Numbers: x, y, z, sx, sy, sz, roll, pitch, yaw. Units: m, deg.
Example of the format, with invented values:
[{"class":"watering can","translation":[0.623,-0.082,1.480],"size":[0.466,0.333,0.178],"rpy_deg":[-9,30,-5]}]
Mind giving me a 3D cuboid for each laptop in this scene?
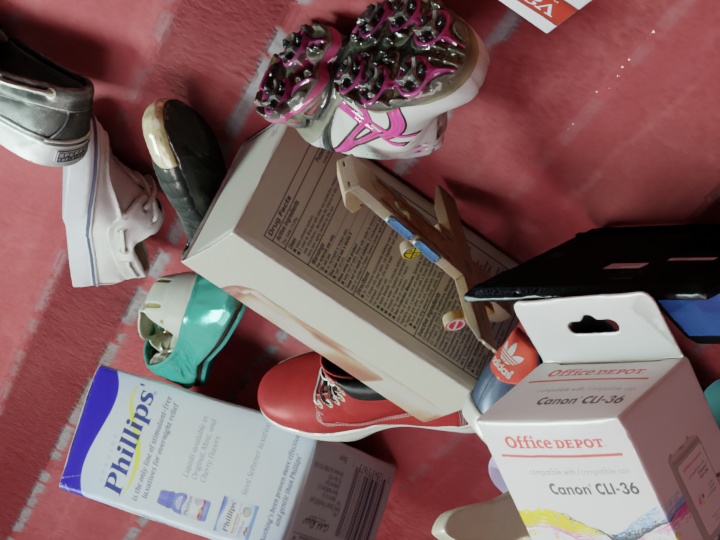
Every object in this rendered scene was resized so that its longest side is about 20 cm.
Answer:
[{"class":"laptop","translation":[0.196,0.027,1.354],"size":[0.177,0.200,0.104],"rpy_deg":[-2,106,45]}]

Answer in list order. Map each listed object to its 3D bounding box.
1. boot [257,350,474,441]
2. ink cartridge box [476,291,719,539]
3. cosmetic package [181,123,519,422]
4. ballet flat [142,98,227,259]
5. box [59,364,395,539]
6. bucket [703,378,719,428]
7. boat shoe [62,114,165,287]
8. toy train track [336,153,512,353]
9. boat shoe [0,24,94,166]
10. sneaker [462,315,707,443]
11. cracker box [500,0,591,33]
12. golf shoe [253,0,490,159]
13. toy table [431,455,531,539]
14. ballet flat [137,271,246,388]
[{"class":"boot","translation":[-0.018,0.073,1.642],"size":[0.199,0.073,0.144],"rpy_deg":[-4,163,36]},{"class":"ink cartridge box","translation":[0.142,0.114,1.280],"size":[0.116,0.067,0.200],"rpy_deg":[-7,114,50]},{"class":"cosmetic package","translation":[0.000,0.000,1.495],"size":[0.200,0.104,0.087],"rpy_deg":[36,153,-16]},{"class":"ballet flat","translation":[-0.115,-0.048,1.548],"size":[0.057,0.067,0.200],"rpy_deg":[1,151,13]},{"class":"box","translation":[-0.102,0.162,1.840],"size":[0.199,0.105,0.184],"rpy_deg":[16,172,23]},{"class":"bucket","translation":[0.300,0.135,1.346],"size":[0.207,0.208,0.135],"rpy_deg":[39,153,-26]},{"class":"boat shoe","translation":[-0.172,-0.047,1.627],"size":[0.070,0.071,0.200],"rpy_deg":[-2,150,-5]},{"class":"toy train track","translation":[0.033,-0.012,1.402],"size":[0.032,0.115,0.200],"rpy_deg":[-26,146,18]},{"class":"boat shoe","translation":[-0.255,-0.140,1.525],"size":[0.200,0.071,0.064],"rpy_deg":[27,124,18]},{"class":"sneaker","translation":[0.161,0.070,1.471],"size":[0.200,0.085,0.075],"rpy_deg":[0,-147,-39]},{"class":"cracker box","translation":[0.089,-0.199,1.075],"size":[0.134,0.058,0.200],"rpy_deg":[32,155,-12]},{"class":"golf shoe","translation":[0.023,-0.104,1.316],"size":[0.092,0.073,0.200],"rpy_deg":[29,166,-26]},{"class":"toy table","translation":[0.148,0.189,1.700],"size":[0.184,0.117,0.200],"rpy_deg":[30,156,-8]},{"class":"ballet flat","translation":[-0.130,0.038,1.730],"size":[0.070,0.068,0.200],"rpy_deg":[19,157,-6]}]
